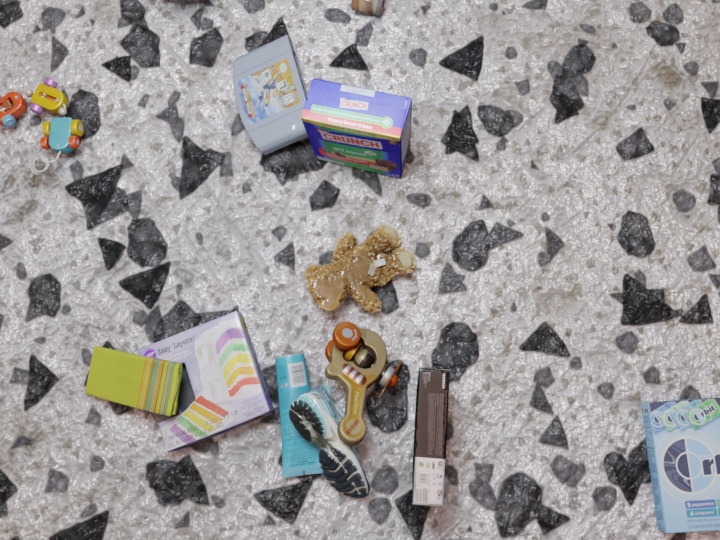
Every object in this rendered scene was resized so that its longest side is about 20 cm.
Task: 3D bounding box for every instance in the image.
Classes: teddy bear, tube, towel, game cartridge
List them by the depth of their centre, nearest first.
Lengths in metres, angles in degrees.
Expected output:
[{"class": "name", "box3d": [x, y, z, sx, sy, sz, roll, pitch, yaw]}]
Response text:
[{"class": "tube", "box3d": [-0.106, 0.244, 1.190, 0.076, 0.050, 0.203, -8, 83, 1]}, {"class": "towel", "box3d": [-0.385, 0.185, 1.193, 0.197, 0.018, 0.087, 7, 83, 27]}, {"class": "teddy bear", "box3d": [0.000, 0.000, 1.229, 0.145, 0.067, 0.200, 43, 77, 1]}, {"class": "game cartridge", "box3d": [-0.164, -0.321, 1.296, 0.131, 0.042, 0.203, -20, 73, 8]}]

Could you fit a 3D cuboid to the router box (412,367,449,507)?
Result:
[{"class": "router box", "box3d": [0.110, 0.261, 1.119, 0.050, 0.149, 0.203, 3, 79, 5]}]

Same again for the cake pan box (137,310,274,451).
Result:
[{"class": "cake pan box", "box3d": [-0.268, 0.190, 1.207, 0.197, 0.052, 0.187, -20, 76, 1]}]

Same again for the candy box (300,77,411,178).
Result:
[{"class": "candy box", "box3d": [-0.001, -0.237, 1.200, 0.166, 0.200, 0.078, 14, 79, 6]}]

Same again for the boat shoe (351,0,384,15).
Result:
[{"class": "boat shoe", "box3d": [0.010, -0.583, 1.335, 0.071, 0.076, 0.203, 0, 77, 6]}]

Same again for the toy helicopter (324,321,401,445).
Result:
[{"class": "toy helicopter", "box3d": [0.003, 0.189, 1.155, 0.130, 0.079, 0.202, 13, 56, -9]}]

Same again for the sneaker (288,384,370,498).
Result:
[{"class": "sneaker", "box3d": [-0.031, 0.278, 1.161, 0.077, 0.086, 0.202, -24, 98, 40]}]

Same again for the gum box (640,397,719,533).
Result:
[{"class": "gum box", "box3d": [0.554, 0.310, 1.135, 0.167, 0.045, 0.203, -5, 79, 3]}]

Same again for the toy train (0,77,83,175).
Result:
[{"class": "toy train", "box3d": [-0.601, -0.271, 1.321, 0.150, 0.056, 0.201, -39, 76, -3]}]
